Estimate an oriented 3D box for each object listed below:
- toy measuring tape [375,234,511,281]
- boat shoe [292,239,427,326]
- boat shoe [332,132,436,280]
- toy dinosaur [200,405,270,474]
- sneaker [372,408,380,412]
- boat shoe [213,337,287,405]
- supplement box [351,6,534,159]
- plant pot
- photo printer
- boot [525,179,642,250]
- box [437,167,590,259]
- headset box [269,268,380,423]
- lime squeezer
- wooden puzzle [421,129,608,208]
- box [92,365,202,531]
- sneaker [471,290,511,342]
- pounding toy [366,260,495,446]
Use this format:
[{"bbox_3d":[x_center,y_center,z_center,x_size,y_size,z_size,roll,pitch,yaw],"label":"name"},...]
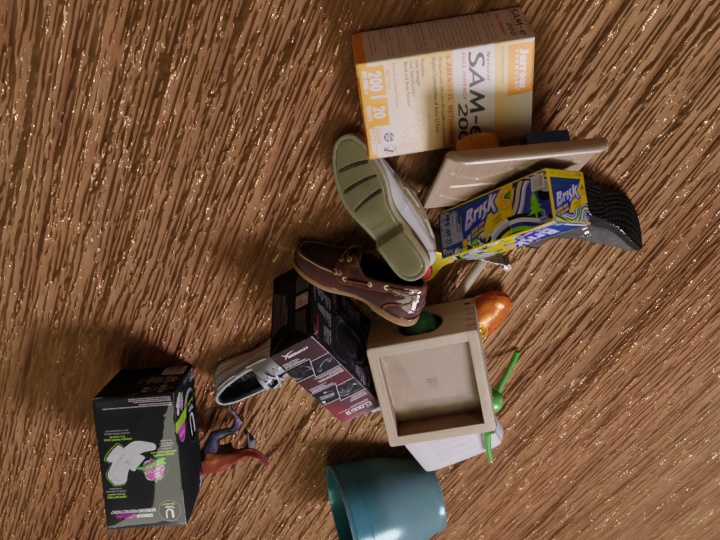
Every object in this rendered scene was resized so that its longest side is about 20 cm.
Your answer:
[{"bbox_3d":[0.111,-0.010,1.038,0.195,0.074,0.074,11,131,-15],"label":"toy measuring tape"},{"bbox_3d":[0.000,0.000,1.000,0.196,0.071,0.071,23,134,12],"label":"boat shoe"},{"bbox_3d":[0.032,-0.087,0.948,0.074,0.068,0.203,-20,106,34],"label":"boat shoe"},{"bbox_3d":[-0.270,0.312,1.244,0.180,0.199,0.106,-38,114,-12],"label":"toy dinosaur"},{"bbox_3d":[0.015,0.191,1.194,0.195,0.077,0.082,14,134,9],"label":"sneaker"},{"bbox_3d":[-0.145,0.158,1.160,0.198,0.072,0.070,-25,130,17],"label":"boat shoe"},{"bbox_3d":[0.095,-0.212,0.851,0.195,0.074,0.128,-9,133,2],"label":"supplement box"},{"bbox_3d":[0.051,0.431,1.354,0.184,0.202,0.203,-13,134,-13],"label":"plant pot"},{"bbox_3d":[0.136,0.248,1.267,0.164,0.070,0.201,-25,129,15],"label":"photo printer"},{"bbox_3d":[0.291,-0.062,1.015,0.198,0.069,0.129,18,152,-41],"label":"boot"},{"bbox_3d":[0.184,-0.065,0.922,0.069,0.066,0.199,0,169,-33],"label":"box"},{"bbox_3d":[-0.042,0.109,1.075,0.076,0.151,0.200,-25,130,19],"label":"headset box"},{"bbox_3d":[0.217,0.231,1.220,0.037,0.070,0.205,16,106,20],"label":"lime squeezer"},{"bbox_3d":[0.175,-0.126,0.895,0.180,0.048,0.200,-6,171,-6],"label":"wooden puzzle"},{"bbox_3d":[-0.319,0.266,1.138,0.121,0.149,0.205,-3,99,-1],"label":"box"},{"bbox_3d":[0.164,0.110,1.143,0.072,0.078,0.201,26,123,-23],"label":"sneaker"},{"bbox_3d":[0.111,0.113,1.062,0.180,0.143,0.204,-11,110,10],"label":"pounding toy"}]
